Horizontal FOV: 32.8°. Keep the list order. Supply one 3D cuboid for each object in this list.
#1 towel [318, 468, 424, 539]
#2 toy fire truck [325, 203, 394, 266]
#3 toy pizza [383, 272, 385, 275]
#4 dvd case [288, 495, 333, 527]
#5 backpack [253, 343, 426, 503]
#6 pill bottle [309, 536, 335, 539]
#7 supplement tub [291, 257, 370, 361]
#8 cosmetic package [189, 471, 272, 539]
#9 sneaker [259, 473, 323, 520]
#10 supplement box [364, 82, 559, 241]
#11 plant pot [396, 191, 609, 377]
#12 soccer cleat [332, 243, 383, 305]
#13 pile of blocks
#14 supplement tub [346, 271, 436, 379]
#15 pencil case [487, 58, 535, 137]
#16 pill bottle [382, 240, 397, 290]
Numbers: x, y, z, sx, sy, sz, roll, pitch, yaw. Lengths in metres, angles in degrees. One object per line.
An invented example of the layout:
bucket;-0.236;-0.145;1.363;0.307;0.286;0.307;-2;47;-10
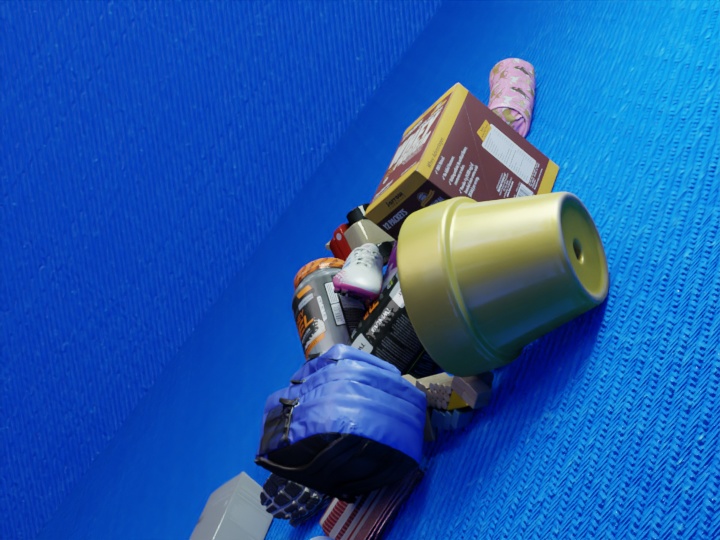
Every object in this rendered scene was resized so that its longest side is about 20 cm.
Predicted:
towel;0.010;0.294;1.563;0.145;0.023;0.200;-55;12;-5
toy fire truck;0.007;-0.042;2.050;0.175;0.130;0.200;-14;-20;-44
toy pizza;0.054;0.042;1.953;0.200;0.032;0.201;-38;21;17
dvd case;-0.030;0.267;1.782;0.149;0.016;0.201;-41;18;41
backpack;-0.018;0.177;1.491;0.199;0.161;0.170;-28;48;54
pill bottle;-0.091;0.396;1.451;0.200;0.112;0.113;-43;16;36
supplement tub;-0.036;0.086;1.877;0.123;0.122;0.201;-46;44;29
cosmetic package;-0.210;0.422;1.861;0.107;0.090;0.201;-38;17;40
sneaker;-0.059;0.274;1.723;0.200;0.078;0.080;-46;-4;12
supplement box;0.146;-0.113;1.732;0.133;0.199;0.198;-39;19;47
plant pot;0.169;0.001;1.386;0.187;0.201;0.202;-19;30;30
soccer cleat;0.000;0.000;1.755;0.200;0.069;0.087;170;119;-87
pile of blocks;0.109;0.163;1.506;0.062;0.083;0.199;-10;-1;-33
supplement tub;0.063;0.086;1.675;0.201;0.122;0.123;-54;13;12
pencil case;0.252;-0.287;2.079;0.201;0.085;0.083;-71;-9;-54
pill bottle;0.097;-0.007;1.828;0.112;0.112;0.201;-44;16;34
